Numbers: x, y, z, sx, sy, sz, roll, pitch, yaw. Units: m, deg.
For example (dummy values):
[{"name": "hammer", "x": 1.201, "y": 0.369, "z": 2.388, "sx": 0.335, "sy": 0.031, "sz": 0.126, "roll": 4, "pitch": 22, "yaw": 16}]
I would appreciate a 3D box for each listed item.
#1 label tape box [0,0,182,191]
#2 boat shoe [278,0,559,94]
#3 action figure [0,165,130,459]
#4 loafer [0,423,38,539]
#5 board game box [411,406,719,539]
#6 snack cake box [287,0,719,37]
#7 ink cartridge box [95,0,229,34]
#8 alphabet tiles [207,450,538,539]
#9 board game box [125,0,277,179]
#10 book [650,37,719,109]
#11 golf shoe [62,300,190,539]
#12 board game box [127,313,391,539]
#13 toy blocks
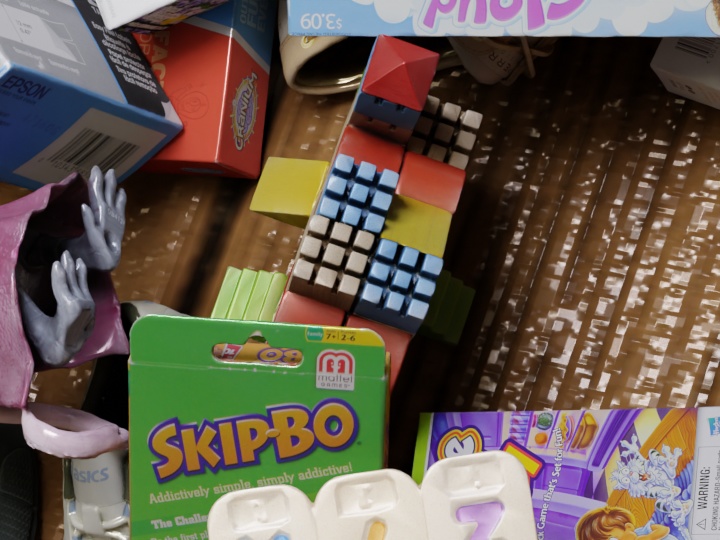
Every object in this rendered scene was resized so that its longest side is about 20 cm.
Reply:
[{"name": "label tape box", "x": -0.174, "y": -0.132, "z": 1.261, "sx": 0.066, "sy": 0.143, "sz": 0.200, "roll": -35, "pitch": 69, "yaw": 18}, {"name": "boat shoe", "x": 0.053, "y": -0.110, "z": 1.261, "sx": 0.200, "sy": 0.074, "sz": 0.069, "roll": -8, "pitch": 66, "yaw": 32}, {"name": "action figure", "x": -0.186, "y": 0.025, "z": 1.193, "sx": 0.200, "sy": 0.134, "sz": 0.149, "roll": -16, "pitch": 82, "yaw": 16}, {"name": "loafer", "x": -0.182, "y": 0.075, "z": 1.289, "sx": 0.063, "sy": 0.072, "sz": 0.200, "roll": -27, "pitch": 49, "yaw": 34}, {"name": "board game box", "x": 0.079, "y": 0.153, "z": 1.134, "sx": 0.134, "sy": 0.045, "sz": 0.201, "roll": -3, "pitch": 65, "yaw": 24}, {"name": "snack cake box", "x": 0.071, "y": -0.151, "z": 1.161, "sx": 0.199, "sy": 0.067, "sz": 0.115, "roll": 0, "pitch": 106, "yaw": 4}, {"name": "ink cartridge box", "x": -0.030, "y": -0.185, "z": 1.248, "sx": 0.200, "sy": 0.050, "sz": 0.109, "roll": -21, "pitch": 84, "yaw": 18}, {"name": "alphabet tiles", "x": 0.015, "y": 0.169, "z": 1.077, "sx": 0.199, "sy": 0.015, "sz": 0.196, "roll": -10, "pitch": 79, "yaw": 3}, {"name": "board game box", "x": -0.132, "y": -0.123, "z": 1.344, "sx": 0.200, "sy": 0.040, "sz": 0.153, "roll": 3, "pitch": 84, "yaw": 26}, {"name": "book", "x": 0.230, "y": -0.103, "z": 1.189, "sx": 0.200, "sy": 0.048, "sz": 0.134, "roll": 24, "pitch": 80, "yaw": 33}, {"name": "golf shoe", "x": -0.101, "y": 0.107, "z": 1.209, "sx": 0.078, "sy": 0.097, "sz": 0.201, "roll": -2, "pitch": 67, "yaw": 22}, {"name": "board game box", "x": -0.039, "y": 0.105, "z": 1.127, "sx": 0.095, "sy": 0.200, "sz": 0.030, "roll": 4, "pitch": 28, "yaw": 4}, {"name": "toy blocks", "x": 0.000, "y": 0.000, "z": 1.170, "sx": 0.100, "sy": 0.137, "sz": 0.200, "roll": 19, "pitch": 76, "yaw": -2}]
